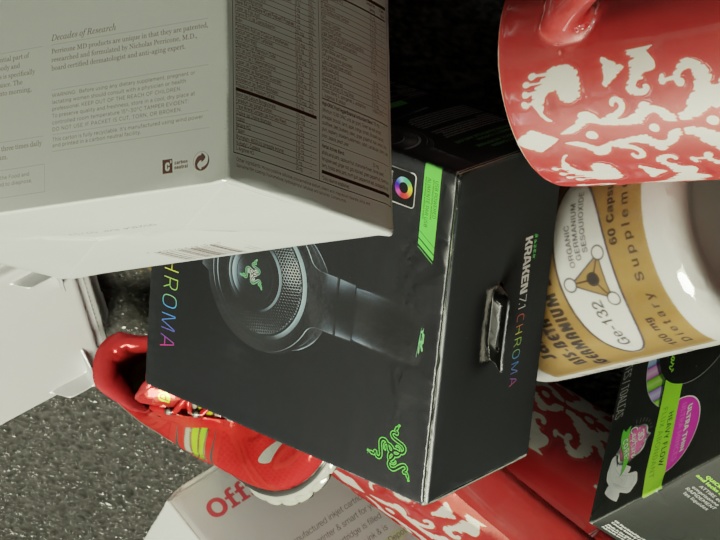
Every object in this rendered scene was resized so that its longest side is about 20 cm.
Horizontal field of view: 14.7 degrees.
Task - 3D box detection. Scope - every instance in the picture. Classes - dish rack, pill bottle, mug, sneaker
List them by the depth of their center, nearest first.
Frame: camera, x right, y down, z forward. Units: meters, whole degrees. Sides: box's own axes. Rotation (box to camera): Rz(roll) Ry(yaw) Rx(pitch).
[{"bbox_3d":[0.165,-0.119,1.261,0.199,0.134,0.178,-6,127,34],"label":"mug"},{"bbox_3d":[0.113,-0.004,1.425,0.199,0.115,0.114,-16,133,39],"label":"pill bottle"},{"bbox_3d":[-0.083,0.077,1.553,0.085,0.077,0.199,28,169,-39],"label":"sneaker"},{"bbox_3d":[0.095,0.113,1.558,0.199,0.134,0.177,34,159,-16],"label":"mug"},{"bbox_3d":[-0.220,0.046,1.574,0.171,0.044,0.200,-28,154,-10],"label":"dish rack"}]

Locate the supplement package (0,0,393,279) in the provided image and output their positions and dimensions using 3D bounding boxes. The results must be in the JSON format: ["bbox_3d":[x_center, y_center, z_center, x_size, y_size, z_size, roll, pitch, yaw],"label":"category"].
[{"bbox_3d":[-0.100,-0.114,1.262,0.190,0.202,0.147,-7,168,29],"label":"supplement package"}]

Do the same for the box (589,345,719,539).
[{"bbox_3d":[0.236,0.069,1.443,0.124,0.149,0.200,33,141,-20],"label":"box"}]

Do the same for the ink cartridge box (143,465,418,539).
[{"bbox_3d":[-0.012,0.193,1.638,0.200,0.147,0.086,51,145,14],"label":"ink cartridge box"}]

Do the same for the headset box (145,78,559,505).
[{"bbox_3d":[0.000,0.000,1.379,0.199,0.093,0.175,22,116,34],"label":"headset box"}]
